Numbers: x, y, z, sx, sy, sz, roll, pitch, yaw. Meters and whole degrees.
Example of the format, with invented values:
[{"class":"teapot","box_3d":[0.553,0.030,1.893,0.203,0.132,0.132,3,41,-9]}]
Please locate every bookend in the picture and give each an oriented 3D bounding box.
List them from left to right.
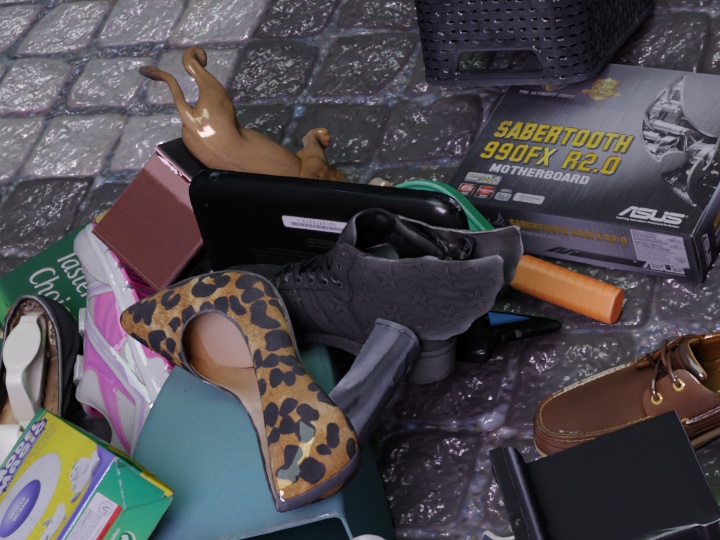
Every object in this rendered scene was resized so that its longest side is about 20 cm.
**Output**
[{"class":"bookend","box_3d":[0.190,0.155,0.894,0.198,0.200,0.093,-20,39,3]}]

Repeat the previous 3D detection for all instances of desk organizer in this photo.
[{"class":"desk organizer","box_3d":[-0.121,-0.048,1.277,0.077,0.072,0.200,-48,-1,12]}]

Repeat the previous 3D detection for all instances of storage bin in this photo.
[{"class":"storage bin","box_3d":[0.133,-0.217,1.330,0.134,0.095,0.200,2,25,25]}]

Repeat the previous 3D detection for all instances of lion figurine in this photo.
[{"class":"lion figurine","box_3d":[-0.071,-0.078,1.231,0.073,0.198,0.123,-60,14,23]}]

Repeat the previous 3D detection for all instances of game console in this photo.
[{"class":"game console","box_3d":[0.012,-0.010,1.148,0.198,0.177,0.117,7,39,30]}]

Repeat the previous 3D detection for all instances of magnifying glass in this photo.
[{"class":"magnifying glass","box_3d":[0.090,-0.006,1.213,0.198,0.022,0.081,20,101,28]}]

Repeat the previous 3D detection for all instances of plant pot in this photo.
[{"class":"plant pot","box_3d":[-0.058,0.133,1.077,0.140,0.142,0.201,-14,40,10]}]

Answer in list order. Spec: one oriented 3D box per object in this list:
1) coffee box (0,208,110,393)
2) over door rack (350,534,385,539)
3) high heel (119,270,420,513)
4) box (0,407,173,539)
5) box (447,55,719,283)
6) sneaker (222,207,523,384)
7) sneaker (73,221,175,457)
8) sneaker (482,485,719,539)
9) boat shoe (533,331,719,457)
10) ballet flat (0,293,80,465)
[{"class":"coffee box","box_3d":[-0.239,0.044,1.318,0.199,0.044,0.123,-32,43,-9]},{"class":"over door rack","box_3d":[-0.042,0.256,0.954,0.200,0.066,0.149,-44,24,30]},{"class":"high heel","box_3d":[-0.080,0.069,0.998,0.198,0.072,0.143,8,40,25]},{"class":"box","box_3d":[-0.184,0.148,1.022,0.118,0.048,0.200,-58,21,-10]},{"class":"box","box_3d":[0.178,-0.077,1.249,0.198,0.049,0.159,11,53,33]},{"class":"sneaker","box_3d":[-0.002,0.002,1.041,0.198,0.105,0.060,17,39,22]},{"class":"sneaker","box_3d":[-0.167,0.055,1.221,0.088,0.081,0.201,-35,57,16]},{"class":"sneaker","box_3d":[0.158,0.147,1.014,0.199,0.067,0.090,-27,47,2]},{"class":"boat shoe","box_3d":[0.199,0.069,1.077,0.198,0.068,0.072,-14,42,11]},{"class":"ballet flat","box_3d":[-0.235,0.105,1.200,0.067,0.069,0.202,-5,60,7]}]
